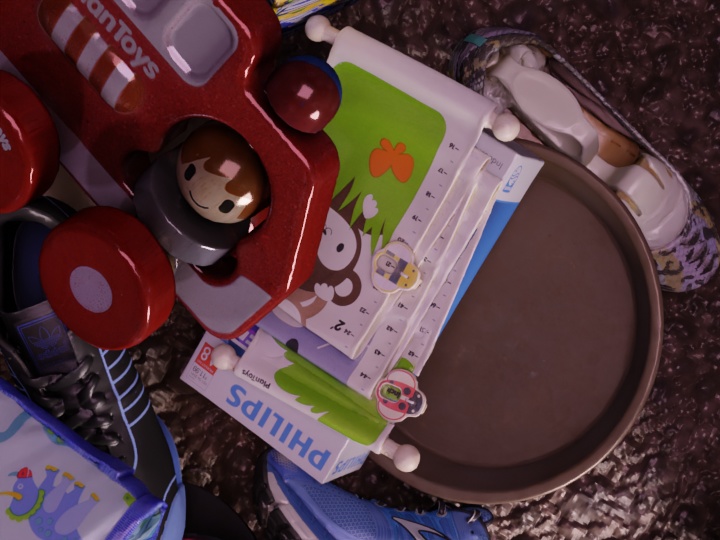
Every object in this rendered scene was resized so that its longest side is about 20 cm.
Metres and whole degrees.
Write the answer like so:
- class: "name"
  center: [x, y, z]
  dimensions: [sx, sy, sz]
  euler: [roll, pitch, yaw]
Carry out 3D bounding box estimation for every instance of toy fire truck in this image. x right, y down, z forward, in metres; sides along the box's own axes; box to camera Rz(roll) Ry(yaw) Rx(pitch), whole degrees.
- class: "toy fire truck"
  center: [-0.092, -0.070, 0.668]
  dimensions: [0.200, 0.112, 0.168]
  euler: [49, 131, -1]

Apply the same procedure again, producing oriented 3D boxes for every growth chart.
- class: "growth chart"
  center: [-0.004, -0.017, 0.740]
  dimensions: [0.144, 0.018, 0.201]
  euler: [21, 97, 19]

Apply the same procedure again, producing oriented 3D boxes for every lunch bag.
- class: "lunch bag"
  center: [-0.206, 0.146, 0.704]
  dimensions: [0.170, 0.127, 0.201]
  euler: [33, 99, 14]

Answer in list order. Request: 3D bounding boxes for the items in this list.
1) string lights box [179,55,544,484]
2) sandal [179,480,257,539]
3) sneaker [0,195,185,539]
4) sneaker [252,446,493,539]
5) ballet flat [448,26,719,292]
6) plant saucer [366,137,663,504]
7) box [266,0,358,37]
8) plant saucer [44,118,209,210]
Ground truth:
- class: "string lights box"
  center: [0.000, 0.000, 0.779]
  dimensions: [0.103, 0.059, 0.201]
  euler: [33, 102, 17]
- class: "sandal"
  center: [-0.070, 0.178, 0.755]
  dimensions: [0.075, 0.045, 0.200]
  euler: [-46, 65, -2]
- class: "sneaker"
  center: [-0.145, 0.058, 0.733]
  dimensions: [0.070, 0.078, 0.201]
  euler: [-20, 82, 6]
- class: "sneaker"
  center: [0.025, 0.161, 0.824]
  dimensions: [0.200, 0.079, 0.089]
  euler: [37, 68, 0]
- class: "ballet flat"
  center: [0.129, -0.059, 0.813]
  dimensions: [0.200, 0.072, 0.072]
  euler: [43, 90, -6]
- class: "plant saucer"
  center: [0.068, 0.026, 0.802]
  dimensions: [0.199, 0.029, 0.202]
  euler: [0, 91, 19]
- class: "box"
  center: [-0.033, -0.164, 0.727]
  dimensions: [0.064, 0.200, 0.070]
  euler: [-28, 96, -3]
- class: "plant saucer"
  center: [-0.161, -0.072, 0.802]
  dimensions: [0.199, 0.029, 0.201]
  euler: [0, 94, -4]
